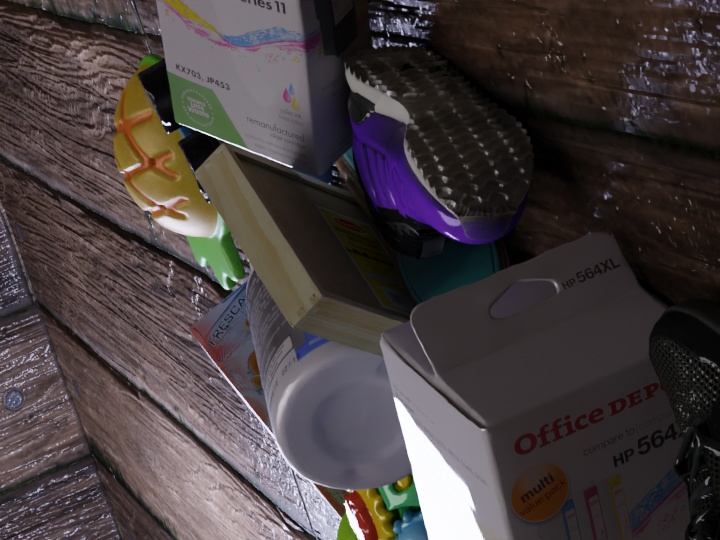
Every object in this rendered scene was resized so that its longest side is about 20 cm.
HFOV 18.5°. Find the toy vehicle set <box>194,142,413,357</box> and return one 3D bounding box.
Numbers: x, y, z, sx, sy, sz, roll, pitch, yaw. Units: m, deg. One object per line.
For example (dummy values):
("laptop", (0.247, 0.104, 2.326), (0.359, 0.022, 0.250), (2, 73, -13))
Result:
("toy vehicle set", (0.000, 0.000, 1.306), (0.199, 0.027, 0.125), (20, -150, -51))

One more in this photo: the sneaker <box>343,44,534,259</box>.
("sneaker", (0.043, -0.046, 1.223), (0.200, 0.069, 0.100), (-120, 28, -58))

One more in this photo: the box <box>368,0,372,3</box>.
("box", (-0.060, -0.269, 1.336), (0.159, 0.046, 0.201), (47, 155, 52))

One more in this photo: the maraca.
("maraca", (-0.133, -0.077, 1.740), (0.137, 0.106, 0.201), (45, 153, 51))

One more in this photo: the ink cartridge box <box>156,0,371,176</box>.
("ink cartridge box", (-0.059, -0.166, 1.280), (0.117, 0.067, 0.201), (21, 136, 30))

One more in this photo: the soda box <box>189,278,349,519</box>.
("soda box", (-0.040, 0.097, 1.623), (0.200, 0.068, 0.064), (54, 175, -36))

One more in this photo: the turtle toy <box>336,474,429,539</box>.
("turtle toy", (0.038, 0.156, 1.486), (0.146, 0.100, 0.200), (63, 164, 18))

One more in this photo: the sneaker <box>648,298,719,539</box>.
("sneaker", (0.161, 0.106, 0.980), (0.076, 0.113, 0.200), (101, 146, -61))

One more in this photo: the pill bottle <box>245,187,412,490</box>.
("pill bottle", (-0.014, 0.037, 1.419), (0.201, 0.113, 0.114), (-107, 5, -55))

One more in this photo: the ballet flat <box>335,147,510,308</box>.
("ballet flat", (0.044, -0.018, 1.317), (0.200, 0.068, 0.072), (55, 180, 40))

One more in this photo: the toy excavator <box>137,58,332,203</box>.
("toy excavator", (-0.060, -0.057, 1.584), (0.195, 0.099, 0.200), (60, 177, 25))

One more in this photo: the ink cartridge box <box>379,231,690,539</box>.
("ink cartridge box", (0.103, 0.095, 1.127), (0.125, 0.128, 0.201), (41, 150, 58))
